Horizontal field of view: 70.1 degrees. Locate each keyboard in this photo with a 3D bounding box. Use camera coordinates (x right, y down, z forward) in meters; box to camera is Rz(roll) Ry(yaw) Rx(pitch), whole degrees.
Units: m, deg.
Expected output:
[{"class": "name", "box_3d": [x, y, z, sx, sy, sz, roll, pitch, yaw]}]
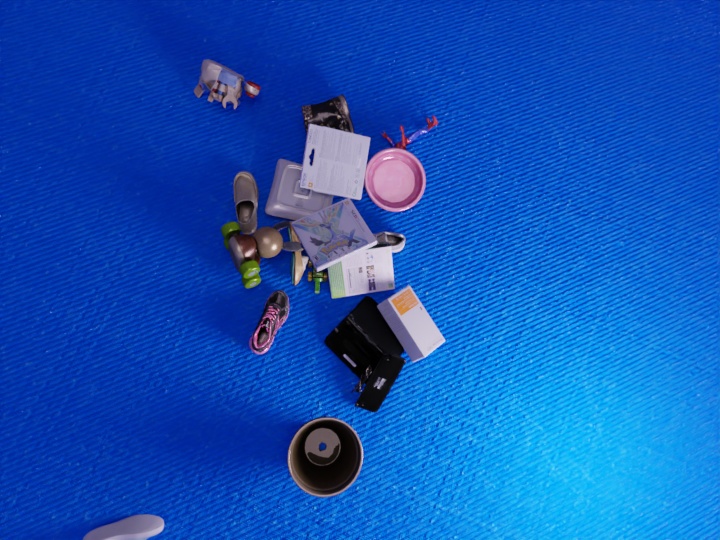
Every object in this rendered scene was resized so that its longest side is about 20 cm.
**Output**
[{"class": "keyboard", "box_3d": [0.045, 0.319, 1.510, 0.104, 0.040, 0.201, 24, 105, -16]}]

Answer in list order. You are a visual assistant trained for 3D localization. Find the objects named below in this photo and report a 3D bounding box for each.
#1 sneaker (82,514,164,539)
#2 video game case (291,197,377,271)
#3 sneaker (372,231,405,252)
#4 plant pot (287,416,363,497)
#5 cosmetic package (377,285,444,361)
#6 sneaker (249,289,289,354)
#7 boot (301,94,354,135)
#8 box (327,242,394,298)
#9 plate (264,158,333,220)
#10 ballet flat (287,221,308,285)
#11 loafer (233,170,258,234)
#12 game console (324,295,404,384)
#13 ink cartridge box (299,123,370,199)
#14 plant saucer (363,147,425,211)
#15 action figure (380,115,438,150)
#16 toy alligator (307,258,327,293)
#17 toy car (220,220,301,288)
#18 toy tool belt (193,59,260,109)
[{"class": "sneaker", "box_3d": [-0.629, 0.721, 1.378, 0.199, 0.074, 0.082, -7, 111, -13]}, {"class": "video game case", "box_3d": [-0.080, -0.111, 1.526, 0.199, 0.022, 0.183, -25, 64, -13]}, {"class": "sneaker", "box_3d": [0.045, -0.091, 1.584, 0.199, 0.092, 0.076, -9, 81, -8]}, {"class": "plant pot", "box_3d": [-0.102, 0.501, 1.419, 0.199, 0.174, 0.201, 1, 79, -7]}, {"class": "cosmetic package", "box_3d": [0.151, 0.159, 1.540, 0.101, 0.071, 0.200, -30, 85, -35]}, {"class": "sneaker", "box_3d": [-0.265, 0.149, 1.503, 0.079, 0.095, 0.201, 21, 77, -1]}, {"class": "boot", "box_3d": [-0.101, -0.456, 1.642, 0.150, 0.073, 0.201, -12, 85, -6]}, {"class": "box", "box_3d": [0.000, 0.000, 1.551, 0.199, 0.036, 0.145, -8, 113, -6]}, {"class": "plate", "box_3d": [-0.181, -0.249, 1.602, 0.199, 0.032, 0.201, 13, 70, -6]}, {"class": "ballet flat", "box_3d": [-0.186, -0.055, 1.563, 0.063, 0.069, 0.201, -3, 81, -14]}, {"class": "loafer", "box_3d": [-0.348, -0.214, 1.570, 0.075, 0.068, 0.201, -7, 81, -8]}, {"class": "game console", "box_3d": [0.024, 0.214, 1.565, 0.200, 0.116, 0.176, 44, 108, 3]}, {"class": "ink cartridge box", "box_3d": [-0.080, -0.332, 1.577, 0.199, 0.043, 0.197, 9, 91, -15]}, {"class": "plant saucer", "box_3d": [0.107, -0.287, 1.637, 0.199, 0.051, 0.202, 0, 88, -9]}, {"class": "action figure", "box_3d": [0.149, -0.454, 1.672, 0.200, 0.065, 0.099, -43, 105, -12]}, {"class": "toy alligator", "box_3d": [-0.128, -0.031, 1.571, 0.059, 0.054, 0.201, 4, 80, -7]}, {"class": "toy car", "box_3d": [-0.285, -0.073, 1.515, 0.199, 0.158, 0.165, -24, 74, -17]}, {"class": "toy tool belt", "box_3d": [-0.422, -0.566, 1.614, 0.199, 0.125, 0.123, 29, 109, 2]}]
